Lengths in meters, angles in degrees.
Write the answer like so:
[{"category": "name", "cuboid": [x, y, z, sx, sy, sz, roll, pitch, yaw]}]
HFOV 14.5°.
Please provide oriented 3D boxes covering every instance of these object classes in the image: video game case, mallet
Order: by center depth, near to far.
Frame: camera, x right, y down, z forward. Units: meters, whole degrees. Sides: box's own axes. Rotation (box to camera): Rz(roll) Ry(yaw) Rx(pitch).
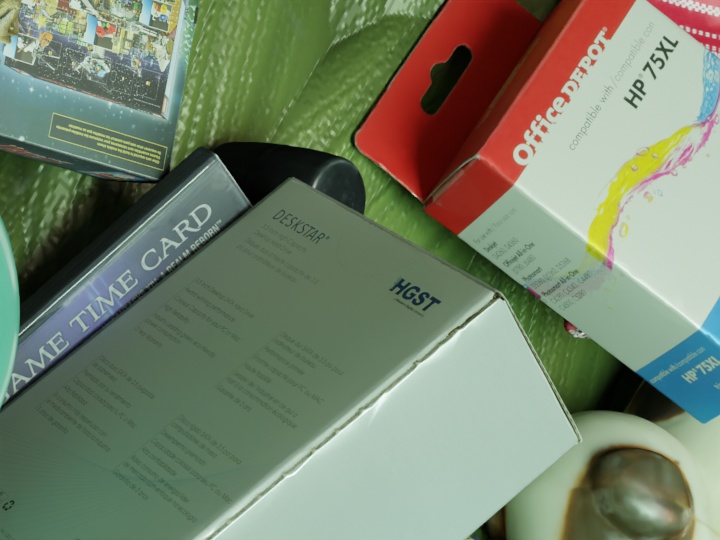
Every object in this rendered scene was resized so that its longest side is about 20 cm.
[{"category": "video game case", "cuboid": [-0.062, 0.070, 1.116, 0.143, 0.019, 0.200, -42, 122, -12]}, {"category": "mallet", "cuboid": [0.000, 0.000, 1.198, 0.200, 0.066, 0.041, 43, 65, -55]}]

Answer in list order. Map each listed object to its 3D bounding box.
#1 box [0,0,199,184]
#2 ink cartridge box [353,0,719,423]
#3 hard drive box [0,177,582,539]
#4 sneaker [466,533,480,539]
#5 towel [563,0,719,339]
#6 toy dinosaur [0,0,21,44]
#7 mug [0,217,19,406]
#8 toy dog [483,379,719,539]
[{"category": "box", "cuboid": [-0.142, -0.119, 1.033, 0.199, 0.038, 0.137, 16, 82, -45]}, {"category": "ink cartridge box", "cuboid": [0.111, -0.044, 1.214, 0.200, 0.067, 0.116, 37, 63, -6]}, {"category": "hard drive box", "cuboid": [-0.047, 0.072, 1.021, 0.200, 0.156, 0.077, -39, 123, -13]}, {"category": "sneaker", "cuboid": [0.057, 0.150, 1.225, 0.067, 0.090, 0.201, -47, 124, -31]}, {"category": "towel", "cuboid": [0.160, -0.053, 1.287, 0.144, 0.022, 0.201, 12, 66, -20]}, {"category": "toy dinosaur", "cuboid": [-0.088, -0.158, 1.033, 0.200, 0.058, 0.101, -38, 134, -29]}, {"category": "mug", "cuboid": [-0.188, 0.031, 0.946, 0.152, 0.114, 0.186, -17, 106, -44]}, {"category": "toy dog", "cuboid": [0.153, 0.098, 1.288, 0.199, 0.139, 0.195, -20, 107, -41]}]
